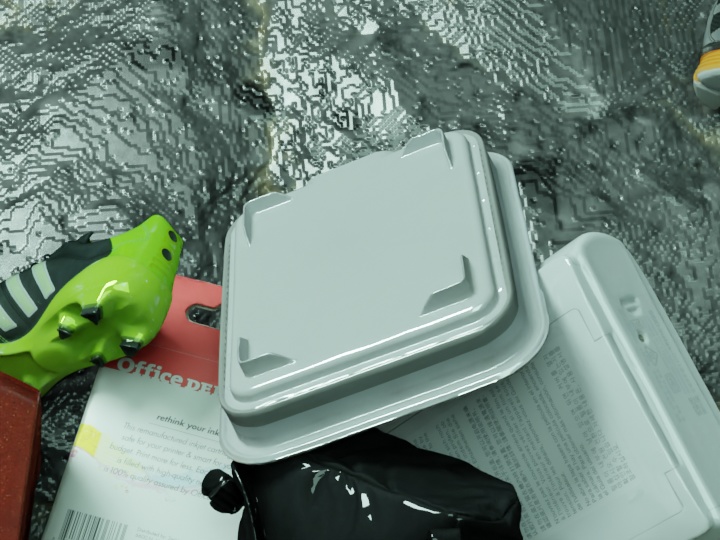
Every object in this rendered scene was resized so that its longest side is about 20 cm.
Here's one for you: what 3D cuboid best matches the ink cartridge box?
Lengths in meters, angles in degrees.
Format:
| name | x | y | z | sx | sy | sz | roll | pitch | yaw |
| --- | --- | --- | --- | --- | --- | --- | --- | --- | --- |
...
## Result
| name | x | y | z | sx | sy | sz | roll | pitch | yaw |
| --- | --- | --- | --- | --- | --- | --- | --- | --- | --- |
| ink cartridge box | -0.097 | 0.111 | 0.920 | 0.116 | 0.067 | 0.200 | 15 | 71 | 5 |

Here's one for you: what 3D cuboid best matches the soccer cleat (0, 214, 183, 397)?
| name | x | y | z | sx | sy | sz | roll | pitch | yaw |
| --- | --- | --- | --- | --- | --- | --- | --- | --- | --- |
| soccer cleat | -0.173 | 0.025 | 0.920 | 0.200 | 0.068 | 0.081 | -17 | 37 | 36 |

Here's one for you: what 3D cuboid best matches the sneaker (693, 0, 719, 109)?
| name | x | y | z | sx | sy | sz | roll | pitch | yaw |
| --- | --- | --- | --- | --- | --- | --- | --- | --- | --- |
| sneaker | 0.302 | -0.135 | 1.008 | 0.199 | 0.078 | 0.077 | 5 | 64 | 2 |

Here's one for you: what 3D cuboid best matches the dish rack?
| name | x | y | z | sx | sy | sz | roll | pitch | yaw |
| --- | --- | --- | --- | --- | --- | --- | --- | --- | --- |
| dish rack | 0.000 | 0.000 | 0.850 | 0.171 | 0.044 | 0.200 | -21 | 32 | 11 |

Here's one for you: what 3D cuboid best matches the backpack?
| name | x | y | z | sx | sy | sz | roll | pitch | yaw |
| --- | --- | --- | --- | --- | --- | --- | --- | --- | --- |
| backpack | 0.006 | 0.187 | 0.826 | 0.167 | 0.126 | 0.201 | 19 | 106 | 46 |

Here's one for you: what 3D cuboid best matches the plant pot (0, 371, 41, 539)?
| name | x | y | z | sx | sy | sz | roll | pitch | yaw |
| --- | --- | --- | --- | --- | --- | --- | --- | --- | --- |
| plant pot | -0.258 | 0.129 | 0.857 | 0.176 | 0.200 | 0.201 | 7 | 70 | -9 |

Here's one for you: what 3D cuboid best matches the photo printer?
| name | x | y | z | sx | sy | sz | roll | pitch | yaw |
| --- | --- | --- | --- | --- | --- | --- | --- | --- | --- |
| photo printer | 0.089 | 0.099 | 0.873 | 0.069 | 0.200 | 0.167 | -9 | 66 | -49 |
